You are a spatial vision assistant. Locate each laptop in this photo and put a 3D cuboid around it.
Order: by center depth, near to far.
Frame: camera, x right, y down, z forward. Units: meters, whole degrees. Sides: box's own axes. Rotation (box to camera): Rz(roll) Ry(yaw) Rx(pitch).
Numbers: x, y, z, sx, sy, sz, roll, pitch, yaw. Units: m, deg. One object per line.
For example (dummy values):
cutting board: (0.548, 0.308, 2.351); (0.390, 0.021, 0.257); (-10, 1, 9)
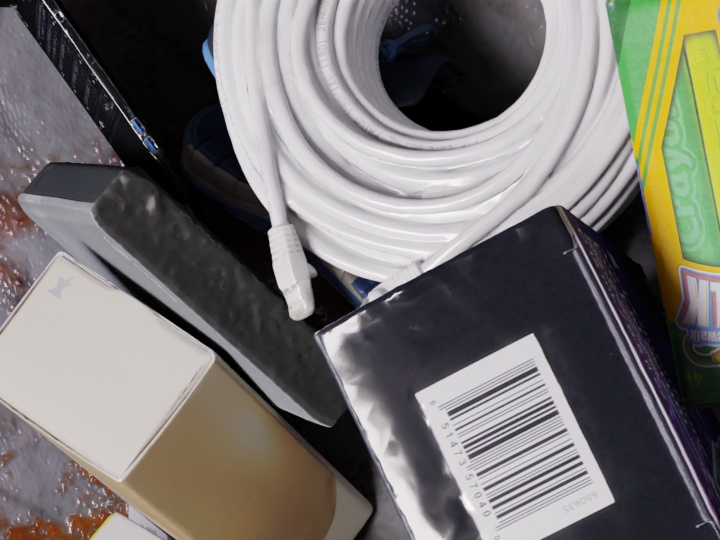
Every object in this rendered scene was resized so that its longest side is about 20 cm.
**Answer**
laptop: (-0.178, -0.083, 1.336); (0.200, 0.103, 0.177); (55, 174, -2)

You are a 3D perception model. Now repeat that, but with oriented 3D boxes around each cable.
cable: (0.038, -0.090, 1.168); (0.199, 0.069, 0.201); (-24, 75, 15)

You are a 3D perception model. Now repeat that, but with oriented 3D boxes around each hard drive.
hard drive: (-0.079, 0.006, 1.301); (0.140, 0.033, 0.200); (43, 172, -13)

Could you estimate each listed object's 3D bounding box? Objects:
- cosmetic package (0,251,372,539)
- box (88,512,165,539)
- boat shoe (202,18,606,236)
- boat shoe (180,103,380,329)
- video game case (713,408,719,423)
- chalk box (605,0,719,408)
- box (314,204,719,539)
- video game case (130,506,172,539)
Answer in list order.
cosmetic package: (-0.082, 0.079, 1.330); (0.105, 0.071, 0.200); (32, 171, 32)
box: (-0.056, 0.190, 1.369); (0.200, 0.048, 0.122); (28, 157, 32)
boat shoe: (0.026, -0.068, 1.255); (0.200, 0.084, 0.069); (32, 122, 9)
boat shoe: (0.000, 0.000, 1.310); (0.200, 0.072, 0.073); (39, 142, 29)
video game case: (0.202, 0.099, 1.186); (0.143, 0.018, 0.201); (17, 118, 38)
chalk box: (0.187, -0.018, 1.058); (0.125, 0.124, 0.201); (-8, 95, 43)
box: (0.079, 0.072, 1.108); (0.104, 0.200, 0.148); (-28, 79, 10)
video game case: (-0.040, 0.204, 1.454); (0.200, 0.018, 0.144); (22, 122, 36)
